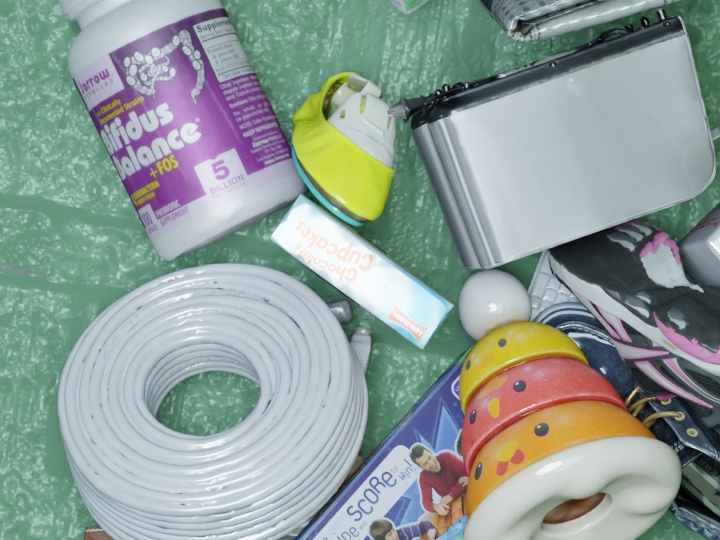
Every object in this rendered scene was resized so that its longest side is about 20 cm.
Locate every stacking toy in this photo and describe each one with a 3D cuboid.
[{"bbox_3d":[0.107,0.085,1.593,0.146,0.146,0.200,-22,58,-1],"label":"stacking toy"}]

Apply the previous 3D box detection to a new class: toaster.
[{"bbox_3d":[0.124,-0.081,1.588,0.200,0.181,0.119,-19,91,-2],"label":"toaster"}]

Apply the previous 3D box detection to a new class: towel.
[{"bbox_3d":[0.173,-0.202,1.594,0.200,0.193,0.035,-19,109,-1],"label":"towel"}]

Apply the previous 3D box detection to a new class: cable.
[{"bbox_3d":[-0.095,0.089,1.588,0.200,0.069,0.200,-3,53,6],"label":"cable"}]

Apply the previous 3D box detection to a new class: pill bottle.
[{"bbox_3d":[-0.124,-0.117,1.619,0.112,0.112,0.200,-26,89,-1],"label":"pill bottle"}]

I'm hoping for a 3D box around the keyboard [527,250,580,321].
[{"bbox_3d":[0.209,0.042,1.673,0.200,0.011,0.056,21,89,-1],"label":"keyboard"}]

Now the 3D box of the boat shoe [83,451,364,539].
[{"bbox_3d":[-0.088,0.153,1.640,0.200,0.076,0.072,-10,86,-10],"label":"boat shoe"}]

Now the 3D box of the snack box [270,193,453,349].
[{"bbox_3d":[0.000,0.000,1.575,0.116,0.200,0.037,36,90,0],"label":"snack box"}]

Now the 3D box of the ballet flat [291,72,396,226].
[{"bbox_3d":[-0.008,-0.088,1.577,0.067,0.200,0.067,35,100,-14],"label":"ballet flat"}]

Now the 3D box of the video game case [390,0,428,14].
[{"bbox_3d":[0.083,-0.285,1.583,0.200,0.182,0.022,-36,49,-18],"label":"video game case"}]

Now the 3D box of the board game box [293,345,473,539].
[{"bbox_3d":[0.057,0.165,1.615,0.135,0.034,0.200,44,63,0],"label":"board game box"}]

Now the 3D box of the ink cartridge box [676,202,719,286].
[{"bbox_3d":[0.309,-0.052,1.606,0.200,0.146,0.084,-43,89,-3],"label":"ink cartridge box"}]

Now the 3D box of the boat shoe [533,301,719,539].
[{"bbox_3d":[0.193,0.098,1.625,0.200,0.091,0.071,40,103,-1],"label":"boat shoe"}]

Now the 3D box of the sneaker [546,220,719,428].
[{"bbox_3d":[0.185,0.039,1.592,0.080,0.200,0.086,-16,122,-20],"label":"sneaker"}]
